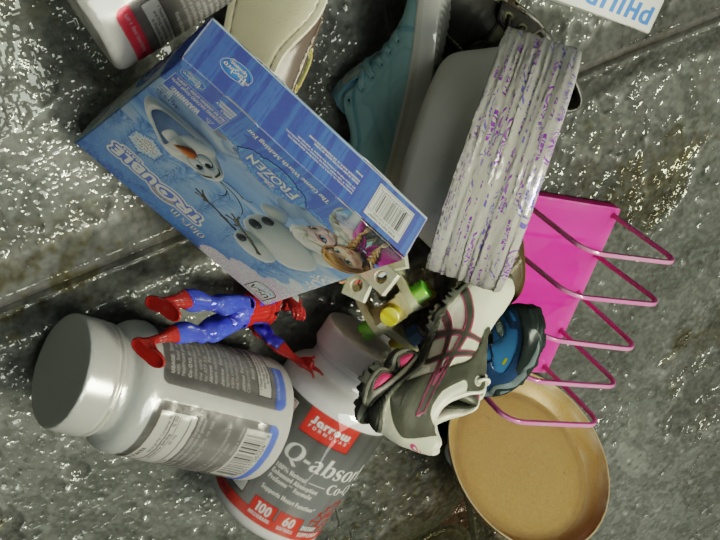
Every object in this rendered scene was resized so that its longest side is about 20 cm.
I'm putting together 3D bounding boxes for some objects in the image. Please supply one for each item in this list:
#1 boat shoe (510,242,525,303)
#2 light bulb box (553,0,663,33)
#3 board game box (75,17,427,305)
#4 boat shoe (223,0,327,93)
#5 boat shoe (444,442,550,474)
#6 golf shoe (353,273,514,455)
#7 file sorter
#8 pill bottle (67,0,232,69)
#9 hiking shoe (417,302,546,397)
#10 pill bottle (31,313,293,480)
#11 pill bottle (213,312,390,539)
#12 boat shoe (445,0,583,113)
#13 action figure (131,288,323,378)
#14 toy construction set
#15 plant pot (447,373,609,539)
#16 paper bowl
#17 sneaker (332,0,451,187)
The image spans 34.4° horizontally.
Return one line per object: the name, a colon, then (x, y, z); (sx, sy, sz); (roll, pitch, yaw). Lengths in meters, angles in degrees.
boat shoe: (0.112, -0.066, 1.071); (0.074, 0.066, 0.201); (-7, 111, -25)
light bulb box: (0.165, -0.316, 0.905); (0.198, 0.125, 0.200); (8, 114, -34)
board game box: (-0.085, -0.065, 0.834); (0.200, 0.199, 0.043); (42, 61, -19)
boat shoe: (-0.069, -0.174, 0.898); (0.200, 0.072, 0.060); (-67, 169, 6)
boat shoe: (0.165, 0.216, 1.288); (0.202, 0.075, 0.086); (-1, 130, -38)
golf shoe: (0.082, 0.078, 1.000); (0.200, 0.088, 0.077); (-44, 157, -27)
file sorter: (0.199, 0.042, 1.152); (0.139, 0.125, 0.200); (6, 116, -33)
pill bottle: (-0.114, -0.236, 0.798); (0.200, 0.111, 0.111); (-34, 131, -7)
hiking shoe: (0.091, 0.087, 1.100); (0.087, 0.075, 0.200); (12, 146, -35)
pill bottle: (-0.166, 0.106, 0.983); (0.200, 0.114, 0.114); (21, 107, -38)
pill bottle: (-0.042, 0.146, 1.081); (0.116, 0.116, 0.200); (22, 106, -38)
boat shoe: (0.125, -0.197, 0.995); (0.201, 0.066, 0.072); (29, 105, -39)
action figure: (-0.088, 0.049, 0.967); (0.200, 0.099, 0.065); (-17, 134, -62)
toy construction set: (0.000, 0.000, 0.988); (0.092, 0.131, 0.200); (-30, 163, 3)
plant pot: (0.171, 0.199, 1.213); (0.200, 0.201, 0.027); (0, 152, -31)
paper bowl: (0.095, -0.092, 0.915); (0.104, 0.201, 0.201); (19, 115, 6)
sneaker: (0.019, -0.152, 0.949); (0.082, 0.074, 0.200); (15, 121, 3)
